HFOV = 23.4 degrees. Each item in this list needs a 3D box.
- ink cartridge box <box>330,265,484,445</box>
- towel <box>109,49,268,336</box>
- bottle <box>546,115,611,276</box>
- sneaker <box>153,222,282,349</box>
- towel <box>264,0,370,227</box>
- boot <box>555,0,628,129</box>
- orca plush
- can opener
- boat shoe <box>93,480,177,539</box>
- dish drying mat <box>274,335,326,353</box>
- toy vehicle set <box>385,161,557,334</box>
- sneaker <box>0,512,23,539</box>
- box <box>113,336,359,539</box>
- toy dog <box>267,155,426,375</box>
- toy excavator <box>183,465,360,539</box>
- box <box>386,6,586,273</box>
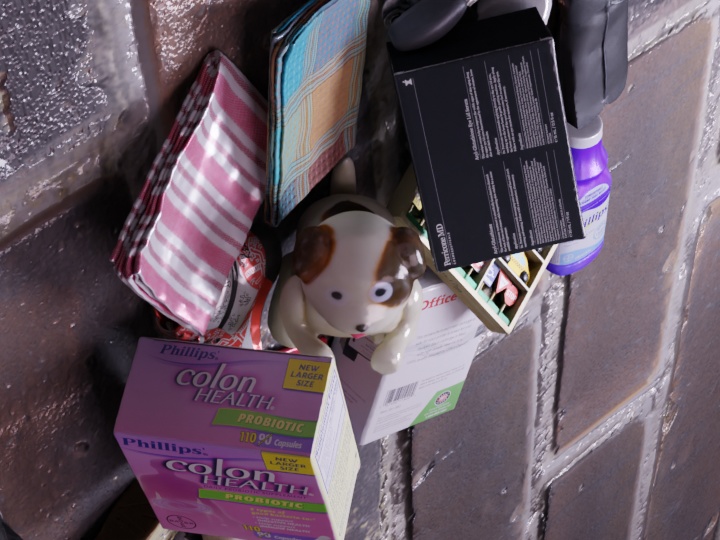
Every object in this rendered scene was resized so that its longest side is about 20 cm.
[{"bbox_3d":[0.051,0.062,1.773,0.145,0.084,0.201,-16,135,-42],"label":"ink cartridge box"},{"bbox_3d":[-0.122,-0.059,1.414,0.201,0.030,0.146,-66,151,-11],"label":"towel"},{"bbox_3d":[0.226,-0.085,1.851,0.083,0.065,0.201,-31,145,-25],"label":"bottle"},{"bbox_3d":[-0.139,0.054,1.546,0.107,0.067,0.203,-17,134,-40],"label":"sneaker"},{"bbox_3d":[-0.034,-0.149,1.455,0.147,0.022,0.201,-48,154,-40],"label":"towel"},{"bbox_3d":[0.255,-0.251,1.701,0.164,0.066,0.201,-29,142,-14],"label":"boot"},{"bbox_3d":[0.113,-0.190,1.584,0.071,0.104,0.201,-83,-172,-61],"label":"orca plush"},{"bbox_3d":[0.111,-0.249,1.494,0.199,0.067,0.053,-27,151,2],"label":"can opener"},{"bbox_3d":[-0.238,0.291,1.674,0.200,0.073,0.063,-48,146,-2],"label":"boat shoe"},{"bbox_3d":[-0.117,0.115,1.686,0.199,0.018,0.077,-18,138,-42],"label":"dish drying mat"},{"bbox_3d":[0.112,-0.044,1.681,0.200,0.026,0.125,45,66,-37],"label":"toy vehicle set"},{"bbox_3d":[-0.315,0.277,1.544,0.066,0.090,0.201,-35,147,-19],"label":"sneaker"},{"bbox_3d":[-0.103,0.157,1.535,0.201,0.174,0.097,79,20,-56],"label":"box"},{"bbox_3d":[0.000,0.000,1.518,0.200,0.138,0.196,-156,-103,-85],"label":"toy dog"},{"bbox_3d":[-0.079,0.240,1.776,0.198,0.195,0.100,13,118,-25],"label":"toy excavator"},{"bbox_3d":[0.111,-0.114,1.537,0.140,0.079,0.201,-14,120,0],"label":"box"}]
